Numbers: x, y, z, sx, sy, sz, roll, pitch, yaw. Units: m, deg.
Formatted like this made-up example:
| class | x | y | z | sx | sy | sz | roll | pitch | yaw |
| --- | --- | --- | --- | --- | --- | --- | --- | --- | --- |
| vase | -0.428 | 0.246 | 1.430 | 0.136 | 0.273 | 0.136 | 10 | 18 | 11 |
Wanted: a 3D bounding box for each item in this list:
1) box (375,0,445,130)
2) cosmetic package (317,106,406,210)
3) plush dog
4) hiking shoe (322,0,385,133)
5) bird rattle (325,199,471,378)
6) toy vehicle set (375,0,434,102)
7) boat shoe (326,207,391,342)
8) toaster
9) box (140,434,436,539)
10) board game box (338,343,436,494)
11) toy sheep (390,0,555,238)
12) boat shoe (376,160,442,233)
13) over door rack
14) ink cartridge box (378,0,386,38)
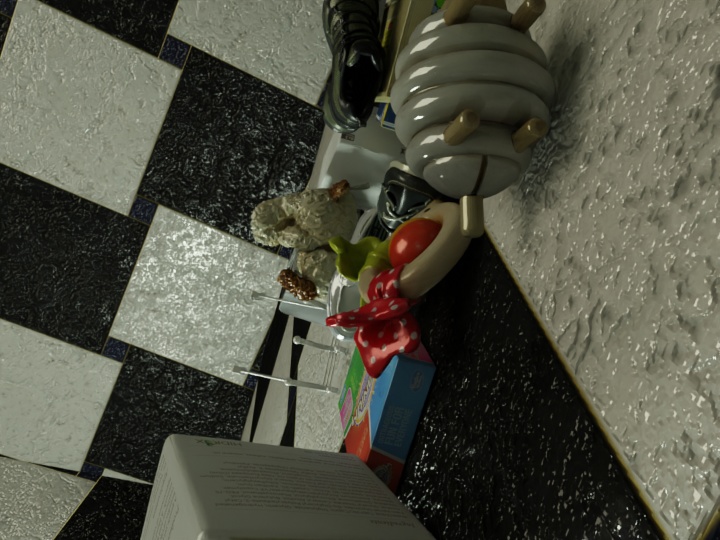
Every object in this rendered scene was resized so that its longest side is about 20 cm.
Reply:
| class | x | y | z | sx | sy | sz | roll | pitch | yaw |
| --- | --- | --- | --- | --- | --- | --- | --- | --- | --- |
| box | 0.082 | -0.283 | 0.852 | 0.064 | 0.069 | 0.202 | -105 | 31 | -68 |
| cosmetic package | 0.002 | -0.177 | 1.037 | 0.200 | 0.112 | 0.082 | 131 | 151 | -65 |
| plush dog | -0.049 | -0.037 | 0.990 | 0.160 | 0.198 | 0.174 | -14 | 85 | 52 |
| hiking shoe | 0.002 | -0.266 | 0.761 | 0.100 | 0.075 | 0.203 | -161 | 69 | -65 |
| bird rattle | 0.035 | -0.006 | 0.614 | 0.163 | 0.113 | 0.200 | -43 | 8 | 7 |
| toy vehicle set | 0.039 | -0.278 | 0.813 | 0.200 | 0.026 | 0.126 | -123 | 48 | -72 |
| boat shoe | 0.000 | 0.000 | 0.910 | 0.067 | 0.073 | 0.202 | 143 | 140 | -75 |
| toaster | -0.067 | -0.016 | 1.171 | 0.200 | 0.117 | 0.183 | 125 | 156 | -62 |
| box | -0.075 | 0.268 | 0.529 | 0.171 | 0.198 | 0.201 | 22 | 98 | 64 |
| board game box | 0.022 | 0.131 | 0.713 | 0.200 | 0.040 | 0.155 | -115 | 40 | -74 |
| toy sheep | 0.085 | -0.126 | 0.490 | 0.138 | 0.136 | 0.202 | 148 | 129 | -75 |
| boat shoe | 0.054 | -0.078 | 0.729 | 0.200 | 0.071 | 0.068 | 152 | 138 | -87 |
| over door rack | -0.120 | 0.117 | 1.079 | 0.067 | 0.198 | 0.149 | 44 | -124 | -66 |
| ink cartridge box | 0.002 | -0.328 | 0.877 | 0.099 | 0.039 | 0.202 | 158 | 125 | -74 |
